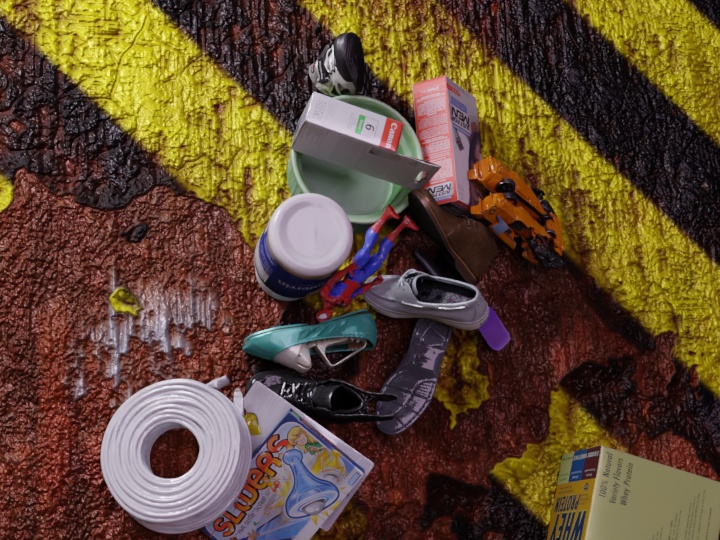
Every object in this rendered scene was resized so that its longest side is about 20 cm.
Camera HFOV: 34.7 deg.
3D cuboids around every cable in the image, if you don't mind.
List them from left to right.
[{"bbox_3d":[-0.243,0.244,1.527,0.200,0.069,0.200,-16,67,1],"label":"cable"}]

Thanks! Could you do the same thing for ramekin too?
[{"bbox_3d":[-0.015,-0.151,1.716,0.200,0.098,0.200,4,74,-14],"label":"ramekin"}]

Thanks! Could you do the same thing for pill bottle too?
[{"bbox_3d":[-0.086,-0.025,1.607,0.116,0.200,0.116,3,75,-13],"label":"pill bottle"}]

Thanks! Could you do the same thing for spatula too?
[{"bbox_3d":[0.150,0.040,1.745,0.200,0.021,0.057,44,42,5],"label":"spatula"}]

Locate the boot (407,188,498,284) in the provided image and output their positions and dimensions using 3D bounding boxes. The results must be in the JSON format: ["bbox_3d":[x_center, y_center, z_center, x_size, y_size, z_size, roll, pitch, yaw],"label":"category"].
[{"bbox_3d":[0.136,-0.064,1.693,0.075,0.074,0.200,-41,131,-2],"label":"boot"}]

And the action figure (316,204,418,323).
[{"bbox_3d":[0.000,0.000,1.663,0.065,0.200,0.052,25,22,-42],"label":"action figure"}]

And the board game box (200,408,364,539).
[{"bbox_3d":[-0.109,0.306,1.560,0.135,0.034,0.200,39,90,-1],"label":"board game box"}]

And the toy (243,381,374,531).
[{"bbox_3d":[-0.094,0.255,1.601,0.200,0.047,0.115,35,91,-1],"label":"toy"}]

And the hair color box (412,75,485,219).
[{"bbox_3d":[0.137,-0.182,1.756,0.064,0.111,0.200,-11,74,28],"label":"hair color box"}]

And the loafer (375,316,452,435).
[{"bbox_3d":[0.082,0.154,1.678,0.072,0.063,0.200,23,73,10],"label":"loafer"}]

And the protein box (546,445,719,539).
[{"bbox_3d":[0.389,0.379,1.655,0.200,0.135,0.199,18,72,-10],"label":"protein box"}]

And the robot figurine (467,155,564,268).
[{"bbox_3d":[0.241,-0.082,1.742,0.200,0.058,0.145,36,41,-39],"label":"robot figurine"}]

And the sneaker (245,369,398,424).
[{"bbox_3d":[-0.055,0.175,1.610,0.200,0.104,0.060,16,72,-10],"label":"sneaker"}]

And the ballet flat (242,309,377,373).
[{"bbox_3d":[-0.065,0.107,1.643,0.200,0.067,0.070,-12,64,-19],"label":"ballet flat"}]

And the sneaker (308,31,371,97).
[{"bbox_3d":[-0.037,-0.294,1.704,0.088,0.200,0.074,4,78,7],"label":"sneaker"}]

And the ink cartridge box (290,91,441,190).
[{"bbox_3d":[0.011,-0.179,1.619,0.200,0.109,0.050,17,72,-10],"label":"ink cartridge box"}]

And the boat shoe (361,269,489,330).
[{"bbox_3d":[0.089,0.029,1.661,0.201,0.072,0.070,12,54,27],"label":"boat shoe"}]
